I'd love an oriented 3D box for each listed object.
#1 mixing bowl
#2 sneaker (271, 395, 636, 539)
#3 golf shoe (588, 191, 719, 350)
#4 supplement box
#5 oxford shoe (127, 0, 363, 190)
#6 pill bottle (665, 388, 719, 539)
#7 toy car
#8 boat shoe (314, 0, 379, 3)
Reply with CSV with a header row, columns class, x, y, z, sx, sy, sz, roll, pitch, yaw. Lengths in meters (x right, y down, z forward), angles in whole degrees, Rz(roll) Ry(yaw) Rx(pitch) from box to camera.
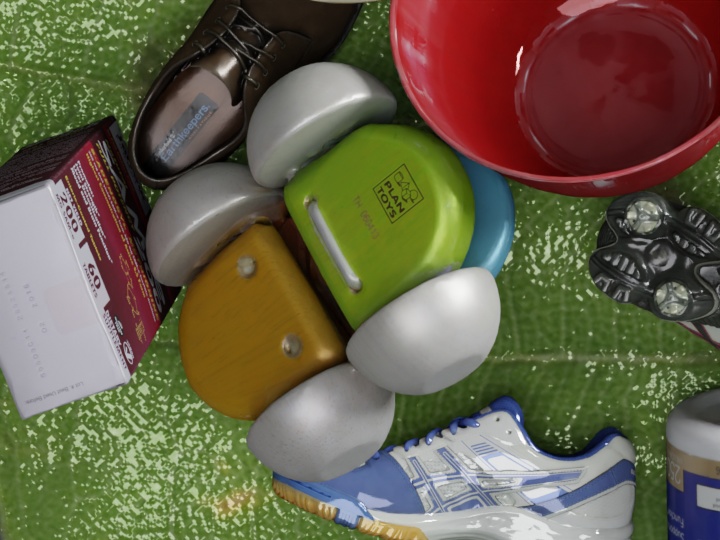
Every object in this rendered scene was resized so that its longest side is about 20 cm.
class,x,y,z,sx,sy,sz,roll,pitch,yaw
mixing bowl,0.123,-0.114,1.449,0.199,0.108,0.201,-6,65,13
sneaker,0.053,0.108,1.553,0.199,0.075,0.089,10,92,-5
golf shoe,0.216,0.020,1.482,0.199,0.088,0.077,32,97,14
supplement box,-0.149,-0.006,1.468,0.061,0.200,0.109,-19,101,8
oxford shoe,-0.053,-0.120,1.495,0.072,0.084,0.201,34,102,-2
pill bottle,0.222,0.170,1.522,0.115,0.116,0.201,-1,102,5
toy car,0.000,0.000,1.480,0.200,0.150,0.176,-42,68,33
boat shoe,-0.047,-0.190,1.442,0.199,0.069,0.074,16,70,28
